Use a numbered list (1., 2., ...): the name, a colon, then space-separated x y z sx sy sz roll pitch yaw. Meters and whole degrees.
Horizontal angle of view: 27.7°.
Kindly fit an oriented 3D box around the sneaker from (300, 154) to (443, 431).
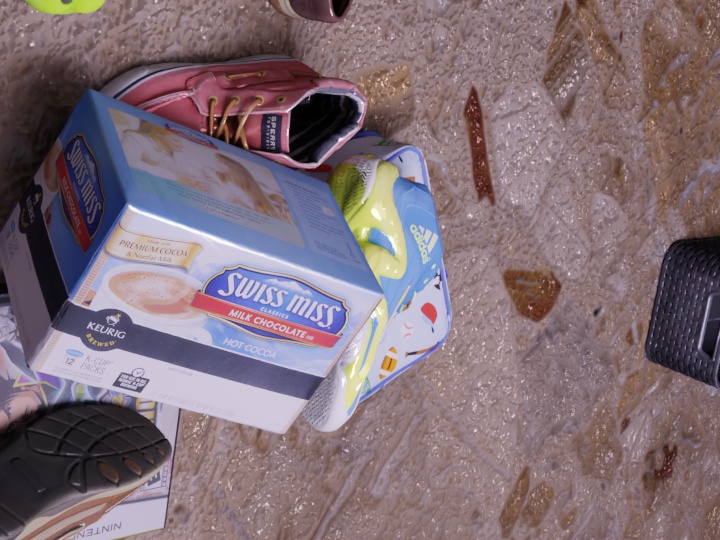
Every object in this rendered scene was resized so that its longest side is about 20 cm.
1. sneaker: 0.015 0.020 1.066 0.104 0.075 0.202 8 96 -40

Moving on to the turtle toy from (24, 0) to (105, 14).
1. turtle toy: -0.199 -0.241 0.830 0.145 0.101 0.201 -38 130 -28

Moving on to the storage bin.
1. storage bin: 0.409 0.041 1.574 0.199 0.093 0.137 -6 110 -45

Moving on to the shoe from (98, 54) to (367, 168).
1. shoe: -0.091 -0.104 1.004 0.199 0.091 0.072 -19 120 -39

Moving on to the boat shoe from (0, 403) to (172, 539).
1. boat shoe: -0.214 0.150 0.972 0.199 0.076 0.074 -18 147 -50

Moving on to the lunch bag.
1. lunch bag: 0.000 0.000 1.155 0.160 0.075 0.202 -34 127 -34

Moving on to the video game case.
1. video game case: -0.203 0.104 1.026 0.180 0.025 0.202 -5 110 -44

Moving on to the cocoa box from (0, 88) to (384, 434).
1. cocoa box: -0.110 -0.003 0.943 0.199 0.134 0.132 20 118 -35

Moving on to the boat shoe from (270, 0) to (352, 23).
1. boat shoe: -0.002 -0.272 1.038 0.072 0.072 0.202 20 91 -48
